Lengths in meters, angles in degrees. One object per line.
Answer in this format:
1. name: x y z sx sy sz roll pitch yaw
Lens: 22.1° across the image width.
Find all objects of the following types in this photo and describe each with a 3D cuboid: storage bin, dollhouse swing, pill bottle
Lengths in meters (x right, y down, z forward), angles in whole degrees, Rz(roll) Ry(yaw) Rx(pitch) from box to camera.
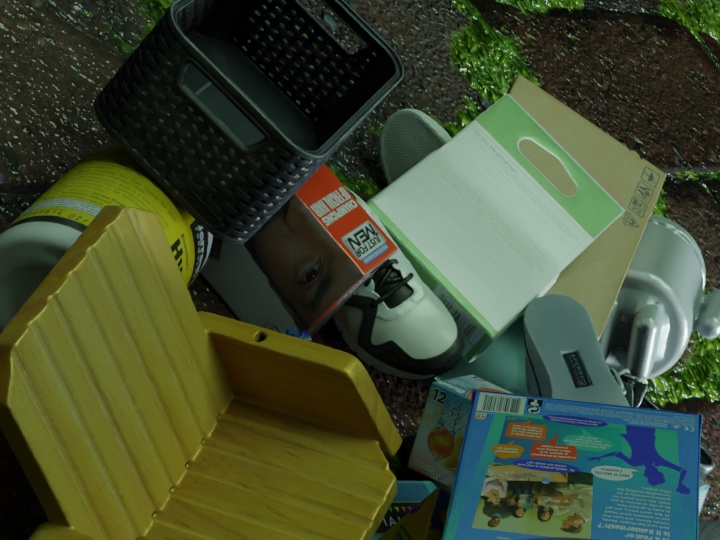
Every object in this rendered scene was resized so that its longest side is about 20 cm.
1. storage bin: -0.070 -0.123 1.237 0.135 0.094 0.200 44 32 -3
2. dollhouse swing: -0.087 0.085 1.052 0.180 0.177 0.201 15 44 20
3. pill bottle: -0.161 -0.017 1.202 0.111 0.111 0.200 42 31 -6

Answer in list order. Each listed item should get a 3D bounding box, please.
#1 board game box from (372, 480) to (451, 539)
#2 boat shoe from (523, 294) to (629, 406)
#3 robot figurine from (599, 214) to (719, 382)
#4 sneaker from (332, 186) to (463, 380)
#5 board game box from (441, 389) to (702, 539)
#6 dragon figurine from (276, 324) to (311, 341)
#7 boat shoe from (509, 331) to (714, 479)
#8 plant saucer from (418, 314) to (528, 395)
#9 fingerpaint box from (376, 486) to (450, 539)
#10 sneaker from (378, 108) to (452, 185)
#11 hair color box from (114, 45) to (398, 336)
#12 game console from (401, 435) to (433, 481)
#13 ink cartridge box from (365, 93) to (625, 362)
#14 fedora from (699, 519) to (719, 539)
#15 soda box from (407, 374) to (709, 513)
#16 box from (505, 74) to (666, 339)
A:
1. board game box: 0.046 0.236 1.226 0.150 0.047 0.201 8 48 -47
2. boat shoe: 0.159 0.120 1.392 0.074 0.087 0.203 -8 47 -8
3. robot figurine: 0.246 0.022 1.650 0.168 0.114 0.200 17 30 11
4. sneaker: 0.000 0.000 1.376 0.074 0.080 0.200 -38 71 -24
5. board game box: 0.128 0.150 1.113 0.150 0.045 0.200 6 29 9
6. dragon figurine: -0.072 0.104 1.222 0.100 0.059 0.200 48 30 3
7. boat shoe: 0.211 0.113 1.545 0.200 0.068 0.072 43 31 -1
8. plant saucer: 0.073 0.038 1.483 0.199 0.036 0.201 25 39 -22
9. fingerpaint box: 0.082 0.259 1.122 0.200 0.073 0.167 42 29 -10
10. sneaker: 0.098 -0.061 1.615 0.201 0.073 0.115 56 28 -1
11. hair color box: -0.081 -0.049 1.336 0.200 0.111 0.064 48 32 4
12. game console: 0.157 0.174 1.373 0.199 0.175 0.118 5 78 -47
13. ink cartridge box: 0.102 -0.038 1.480 0.146 0.048 0.200 45 50 7
14. fedora: 0.227 0.253 1.162 0.177 0.090 0.200 48 25 -9
15. soda box: 0.134 0.141 1.273 0.199 0.069 0.063 24 14 28
16. box: 0.163 -0.053 1.562 0.163 0.021 0.201 33 54 -7
